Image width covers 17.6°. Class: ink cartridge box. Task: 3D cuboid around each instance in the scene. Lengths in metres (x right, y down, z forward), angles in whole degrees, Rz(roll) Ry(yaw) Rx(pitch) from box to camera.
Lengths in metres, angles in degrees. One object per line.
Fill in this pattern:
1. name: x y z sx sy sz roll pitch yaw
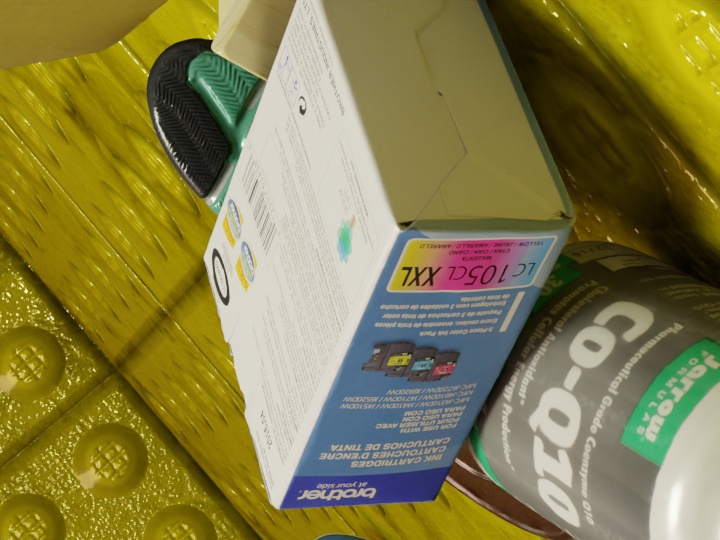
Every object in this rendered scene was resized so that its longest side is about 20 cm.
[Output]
1. ink cartridge box: 0.000 0.000 0.905 0.200 0.076 0.137 115 147 -43

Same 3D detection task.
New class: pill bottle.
1. pill bottle: 0.132 0.068 0.861 0.200 0.113 0.113 30 157 56

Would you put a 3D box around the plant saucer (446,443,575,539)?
1. plant saucer: 0.063 0.088 1.277 0.200 0.032 0.200 37 164 13

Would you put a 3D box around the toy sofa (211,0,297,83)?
1. toy sofa: -0.055 -0.149 0.984 0.083 0.098 0.200 27 -174 -43

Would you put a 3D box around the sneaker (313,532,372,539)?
1. sneaker: 0.020 0.271 1.945 0.200 0.077 0.111 37 169 30

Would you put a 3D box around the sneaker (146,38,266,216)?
1. sneaker: -0.021 -0.042 1.084 0.200 0.074 0.088 35 -177 -20

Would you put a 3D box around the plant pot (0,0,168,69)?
1. plant pot: -0.186 -0.170 0.858 0.194 0.200 0.196 -22 88 63
